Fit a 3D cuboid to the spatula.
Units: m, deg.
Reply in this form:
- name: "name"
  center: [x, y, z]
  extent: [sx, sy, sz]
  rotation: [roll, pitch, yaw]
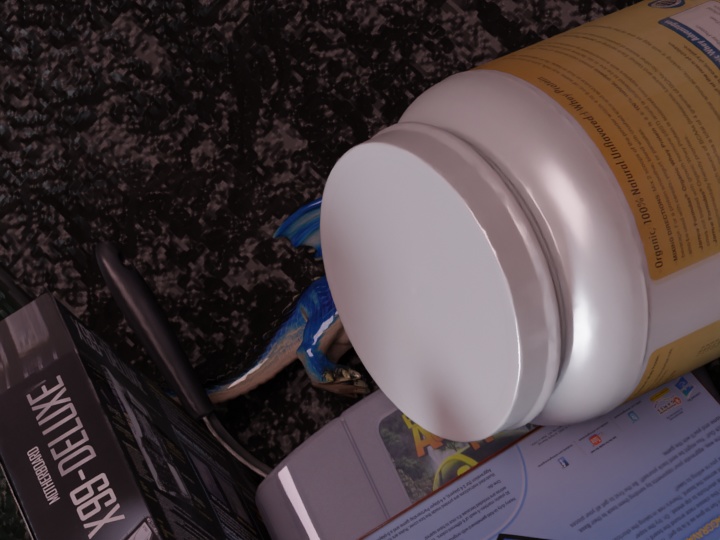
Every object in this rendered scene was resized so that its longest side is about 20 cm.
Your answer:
- name: "spatula"
  center: [-0.052, 0.070, 1.255]
  extent: [0.021, 0.057, 0.200]
  rotation: [-38, 91, 15]

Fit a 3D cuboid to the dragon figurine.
- name: "dragon figurine"
  center: [0.000, 0.000, 1.295]
  extent: [0.199, 0.059, 0.100]
  rotation: [-14, 78, 14]

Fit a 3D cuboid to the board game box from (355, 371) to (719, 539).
- name: "board game box"
  center: [0.088, 0.109, 1.159]
  extent: [0.103, 0.200, 0.019]
  rotation: [49, 140, 16]

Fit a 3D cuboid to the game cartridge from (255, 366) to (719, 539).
- name: "game cartridge"
  center: [0.065, 0.095, 1.228]
  extent: [0.200, 0.041, 0.133]
  rotation: [-22, 71, -17]

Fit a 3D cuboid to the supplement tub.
- name: "supplement tub"
  center: [0.099, -0.025, 1.181]
  extent: [0.200, 0.145, 0.145]
  rotation: [-23, 71, -31]

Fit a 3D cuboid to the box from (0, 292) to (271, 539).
- name: "box"
  center: [-0.072, 0.117, 1.205]
  extent: [0.050, 0.200, 0.158]
  rotation: [-34, 56, 7]
